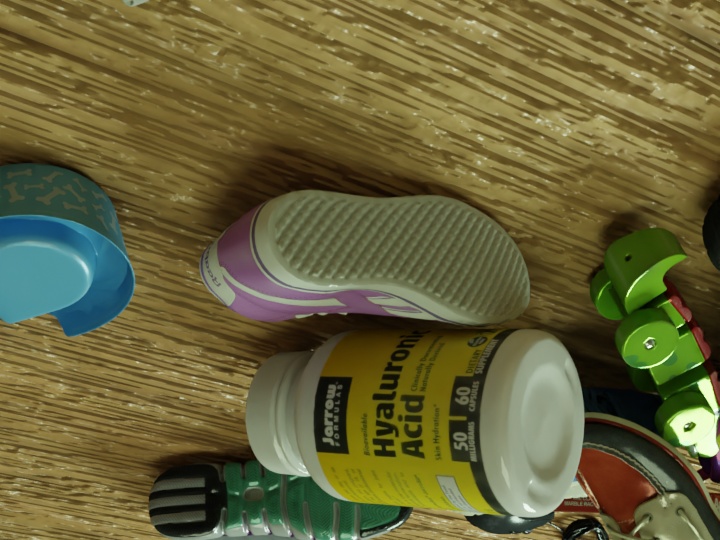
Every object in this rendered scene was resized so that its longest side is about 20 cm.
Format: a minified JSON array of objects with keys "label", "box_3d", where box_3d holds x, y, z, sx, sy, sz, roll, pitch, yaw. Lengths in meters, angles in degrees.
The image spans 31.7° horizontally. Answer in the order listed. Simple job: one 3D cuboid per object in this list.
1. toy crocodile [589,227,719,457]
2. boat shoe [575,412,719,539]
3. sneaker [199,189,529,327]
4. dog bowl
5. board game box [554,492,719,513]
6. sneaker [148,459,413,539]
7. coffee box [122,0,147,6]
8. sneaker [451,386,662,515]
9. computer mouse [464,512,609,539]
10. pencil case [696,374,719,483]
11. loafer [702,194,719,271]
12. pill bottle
[{"label":"toy crocodile","box_3d":[0.202,0.051,0.829,0.062,0.068,0.200,-26,126,8]},{"label":"boat shoe","box_3d":[0.198,0.172,0.839,0.200,0.063,0.071,46,143,-21]},{"label":"sneaker","box_3d":[0.000,-0.001,0.758,0.200,0.073,0.114,13,158,-33]},{"label":"dog bowl","box_3d":[-0.225,0.000,0.717,0.199,0.050,0.112,-17,142,10]},{"label":"board game box","box_3d":[0.205,0.177,0.966,0.103,0.020,0.199,14,164,-43]},{"label":"sneaker","box_3d":[-0.059,0.177,0.976,0.199,0.075,0.088,0,159,2]},{"label":"coffee box","box_3d":[-0.027,-0.233,0.330,0.199,0.198,0.200,-20,140,12]},{"label":"sneaker","box_3d":[0.146,0.100,0.890,0.199,0.077,0.112,-9,132,-16]},{"label":"computer mouse","box_3d":[0.156,0.225,1.090,0.059,0.034,0.200,-35,136,29]},{"label":"pencil case","box_3d":[0.334,0.106,0.929,0.199,0.089,0.089,-9,143,2]},{"label":"loafer","box_3d":[0.309,-0.024,0.768,0.199,0.068,0.070,4,149,-9]},{"label":"pill bottle","box_3d":[0.029,0.092,0.796,0.199,0.112,0.111,-3,150,35]}]
